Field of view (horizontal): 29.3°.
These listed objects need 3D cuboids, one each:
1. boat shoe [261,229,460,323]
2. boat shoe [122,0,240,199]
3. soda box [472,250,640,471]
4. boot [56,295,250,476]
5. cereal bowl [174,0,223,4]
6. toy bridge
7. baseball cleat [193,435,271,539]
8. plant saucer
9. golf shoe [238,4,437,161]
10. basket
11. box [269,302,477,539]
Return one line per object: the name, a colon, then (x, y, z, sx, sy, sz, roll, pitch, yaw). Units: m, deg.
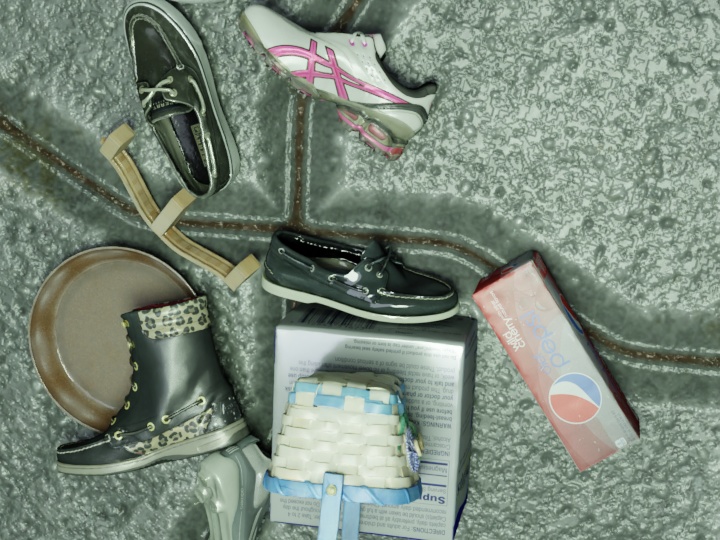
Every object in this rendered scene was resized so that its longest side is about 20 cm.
boat shoe: (0.000, -0.001, 1.325, 0.198, 0.075, 0.067, 13, 117, 18)
boat shoe: (-0.176, -0.166, 1.320, 0.070, 0.064, 0.201, -20, 103, 25)
soda box: (0.187, 0.084, 1.310, 0.070, 0.063, 0.201, -30, 94, 15)
boot: (-0.221, 0.116, 1.370, 0.202, 0.073, 0.155, -13, 96, 13)
cereal bowl: (-0.162, -0.347, 1.279, 0.198, 0.083, 0.202, 3, 104, 12)
toy bridge: (-0.186, -0.058, 1.362, 0.200, 0.027, 0.067, 46, 141, -2)
baseball cleat: (-0.113, 0.257, 1.408, 0.070, 0.106, 0.201, 37, 142, 38)
plant saucer: (-0.243, 0.072, 1.414, 0.198, 0.032, 0.202, 2, 102, 12)
golf shoe: (-0.021, -0.195, 1.292, 0.199, 0.073, 0.092, 36, 101, -8)
basket: (-0.015, 0.192, 1.209, 0.138, 0.176, 0.202, 9, 93, 5)
box: (0.014, 0.145, 1.338, 0.182, 0.105, 0.202, 5, 102, 10)
